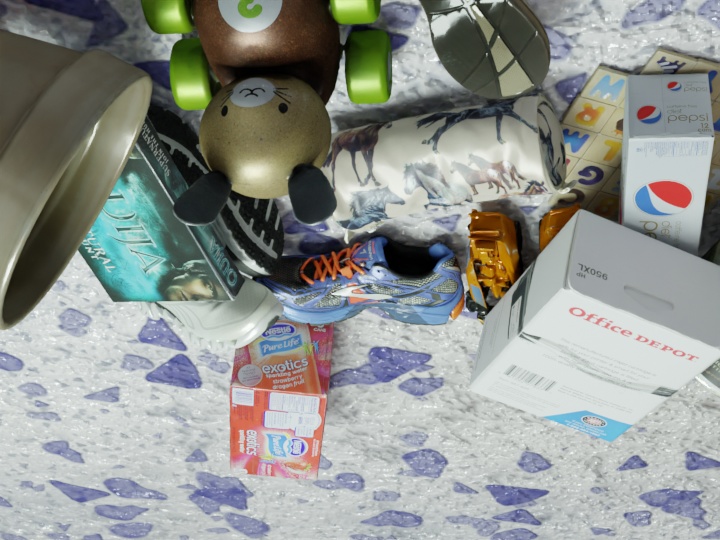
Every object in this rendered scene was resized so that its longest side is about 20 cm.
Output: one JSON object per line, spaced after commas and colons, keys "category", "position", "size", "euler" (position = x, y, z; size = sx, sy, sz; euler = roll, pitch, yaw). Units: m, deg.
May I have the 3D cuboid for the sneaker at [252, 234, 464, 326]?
{"category": "sneaker", "position": [0.000, 0.000, 1.134], "size": [0.199, 0.075, 0.079], "euler": [-1, 136, -6]}

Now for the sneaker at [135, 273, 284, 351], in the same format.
{"category": "sneaker", "position": [-0.152, 0.014, 1.110], "size": [0.200, 0.075, 0.081], "euler": [16, 142, 42]}

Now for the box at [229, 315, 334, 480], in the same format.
{"category": "box", "position": [-0.085, 0.136, 1.301], "size": [0.099, 0.096, 0.200], "euler": [6, 145, -1]}

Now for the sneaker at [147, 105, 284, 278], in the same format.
{"category": "sneaker", "position": [-0.144, -0.061, 1.061], "size": [0.080, 0.074, 0.200], "euler": [-19, 130, 35]}

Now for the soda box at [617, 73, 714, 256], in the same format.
{"category": "soda box", "position": [0.243, -0.065, 0.992], "size": [0.064, 0.068, 0.200], "euler": [0, 144, 9]}

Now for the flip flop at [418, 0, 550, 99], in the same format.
{"category": "flip flop", "position": [0.068, -0.202, 0.850], "size": [0.081, 0.058, 0.200], "euler": [-21, 122, 39]}

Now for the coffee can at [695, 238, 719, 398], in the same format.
{"category": "coffee can", "position": [0.367, 0.008, 1.024], "size": [0.146, 0.147, 0.200], "euler": [13, 144, -12]}

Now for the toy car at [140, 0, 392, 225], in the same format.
{"category": "toy car", "position": [-0.069, -0.114, 0.856], "size": [0.164, 0.200, 0.158], "euler": [-1, 144, 8]}

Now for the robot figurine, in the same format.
{"category": "robot figurine", "position": [0.161, 0.015, 1.134], "size": [0.145, 0.058, 0.200], "euler": [-2, 144, 14]}

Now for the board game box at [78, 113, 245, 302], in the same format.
{"category": "board game box", "position": [-0.194, -0.052, 1.009], "size": [0.135, 0.028, 0.200], "euler": [-1, 134, 31]}

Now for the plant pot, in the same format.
{"category": "plant pot", "position": [-0.265, -0.086, 0.832], "size": [0.173, 0.200, 0.200], "euler": [28, 142, -2]}

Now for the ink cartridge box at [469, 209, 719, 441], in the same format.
{"category": "ink cartridge box", "position": [0.199, 0.053, 1.038], "size": [0.144, 0.084, 0.200], "euler": [21, 147, -8]}

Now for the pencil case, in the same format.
{"category": "pencil case", "position": [0.067, -0.083, 0.987], "size": [0.200, 0.078, 0.090], "euler": [-9, 120, 18]}

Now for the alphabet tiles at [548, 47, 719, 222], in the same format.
{"category": "alphabet tiles", "position": [0.240, -0.101, 1.006], "size": [0.166, 0.006, 0.200], "euler": [13, 144, -12]}
